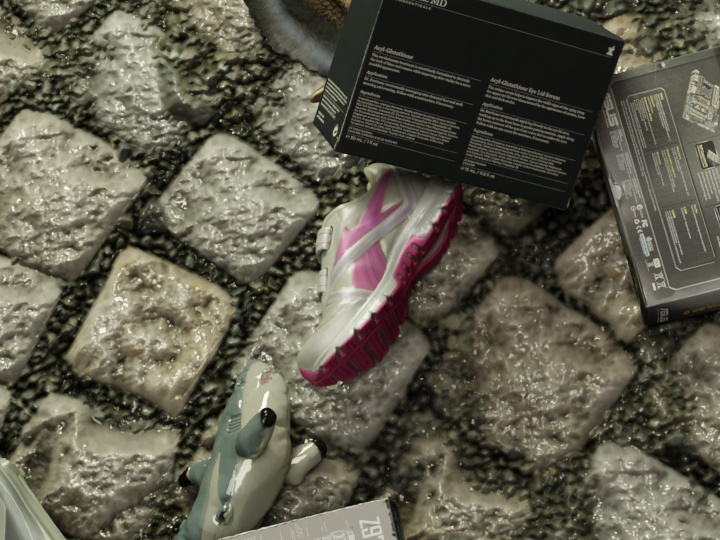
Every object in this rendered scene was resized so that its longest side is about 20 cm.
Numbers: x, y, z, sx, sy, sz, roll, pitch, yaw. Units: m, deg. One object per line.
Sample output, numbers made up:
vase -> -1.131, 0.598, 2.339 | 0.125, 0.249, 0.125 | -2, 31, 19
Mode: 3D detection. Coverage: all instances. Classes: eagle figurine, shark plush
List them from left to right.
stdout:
shark plush -> -0.105, 0.171, 1.555 | 0.083, 0.091, 0.201 | 30, 98, 37
eagle figurine -> 0.006, -0.217, 1.643 | 0.151, 0.152, 0.200 | 8, 29, -30

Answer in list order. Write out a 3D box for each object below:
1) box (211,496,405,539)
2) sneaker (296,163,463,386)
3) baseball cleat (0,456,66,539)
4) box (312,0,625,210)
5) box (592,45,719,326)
box -> -0.031, 0.280, 1.454 | 0.163, 0.086, 0.201 | -15, 80, 3
sneaker -> 0.000, 0.000, 1.578 | 0.088, 0.081, 0.201 | 26, 68, 17
baseball cleat -> -0.284, 0.203, 1.545 | 0.106, 0.070, 0.200 | -39, 69, -7
box -> 0.082, -0.144, 1.539 | 0.199, 0.079, 0.142 | 14, 108, -20
box -> 0.273, -0.072, 1.577 | 0.157, 0.048, 0.201 | -15, 69, 2
